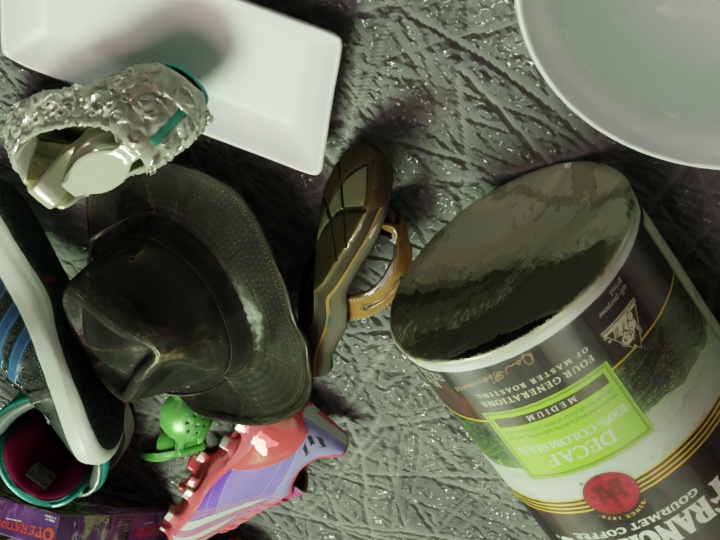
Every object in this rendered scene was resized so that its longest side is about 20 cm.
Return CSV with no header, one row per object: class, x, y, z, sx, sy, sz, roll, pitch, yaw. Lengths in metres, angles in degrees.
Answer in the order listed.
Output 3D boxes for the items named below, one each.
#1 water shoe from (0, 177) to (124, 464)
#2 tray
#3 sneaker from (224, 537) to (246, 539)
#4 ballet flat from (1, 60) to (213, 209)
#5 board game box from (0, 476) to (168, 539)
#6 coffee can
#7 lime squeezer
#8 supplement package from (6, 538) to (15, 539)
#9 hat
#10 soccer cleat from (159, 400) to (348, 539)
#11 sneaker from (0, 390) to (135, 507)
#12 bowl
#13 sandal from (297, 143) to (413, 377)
water shoe,-0.215,0.039,1.137,0.079,0.071,0.200,-29,78,15
tray,-0.104,-0.127,0.991,0.199,0.022,0.108,21,141,8
sneaker,-0.141,0.266,1.385,0.098,0.071,0.201,8,140,-10
ballet flat,-0.158,-0.069,1.021,0.072,0.072,0.200,45,150,-20
board game box,-0.223,0.169,1.285,0.120,0.032,0.200,8,175,18
coffee can,0.128,0.063,0.967,0.146,0.147,0.200,-14,125,39
lime squeezer,-0.129,0.098,1.219,0.071,0.038,0.200,43,147,22
supplement package,-0.276,0.336,1.397,0.200,0.191,0.147,56,152,31
hat,-0.124,0.027,1.075,0.200,0.081,0.201,29,134,34
soccer cleat,-0.077,0.146,1.242,0.076,0.067,0.200,28,138,-8
sneaker,-0.199,0.116,1.230,0.083,0.121,0.200,24,141,4
bowl,0.162,-0.145,0.747,0.200,0.091,0.202,3,134,3
sandal,0.000,0.000,1.030,0.054,0.082,0.200,7,143,-7
